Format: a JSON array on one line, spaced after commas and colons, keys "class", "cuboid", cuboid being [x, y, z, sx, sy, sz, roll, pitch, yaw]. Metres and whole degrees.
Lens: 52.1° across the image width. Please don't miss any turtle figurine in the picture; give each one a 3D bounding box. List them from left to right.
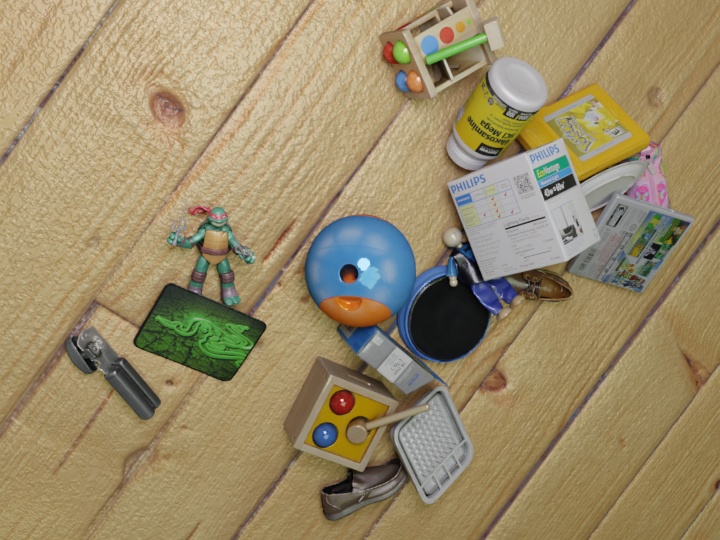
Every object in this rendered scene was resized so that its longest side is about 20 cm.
[{"class": "turtle figurine", "cuboid": [-0.253, -0.035, 1.284, 0.149, 0.101, 0.201, 8, 119, -1]}]

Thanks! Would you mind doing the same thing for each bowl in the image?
[{"class": "bowl", "cuboid": [0.172, 0.092, 1.482, 0.199, 0.039, 0.202, -4, 105, -16]}]

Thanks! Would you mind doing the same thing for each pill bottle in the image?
[{"class": "pill bottle", "cuboid": [0.236, -0.273, 1.321, 0.112, 0.200, 0.113, 12, 56, -18]}]

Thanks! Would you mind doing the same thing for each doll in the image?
[{"class": "doll", "cuboid": [0.232, -0.003, 1.440, 0.136, 0.048, 0.200, -38, 84, -24]}]

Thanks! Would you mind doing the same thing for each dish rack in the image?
[{"class": "dish rack", "cuboid": [0.142, 0.354, 1.514, 0.171, 0.043, 0.201, -37, 114, -31]}]

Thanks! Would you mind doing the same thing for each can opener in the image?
[{"class": "can opener", "cuboid": [-0.444, 0.187, 1.317, 0.067, 0.053, 0.201, -23, 114, 24]}]

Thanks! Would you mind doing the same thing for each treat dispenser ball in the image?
[{"class": "treat dispenser ball", "cuboid": [0.000, 0.000, 1.317, 0.200, 0.201, 0.202, -4, 105, -16]}]

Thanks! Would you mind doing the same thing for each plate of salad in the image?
[{"class": "plate of salad", "cuboid": [0.465, -0.165, 1.448, 0.199, 0.200, 0.048, -20, 70, -12]}]

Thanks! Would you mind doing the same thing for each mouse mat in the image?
[{"class": "mouse mat", "cuboid": [-0.289, 0.116, 1.330, 0.199, 0.008, 0.161, 25, 117, -22]}]

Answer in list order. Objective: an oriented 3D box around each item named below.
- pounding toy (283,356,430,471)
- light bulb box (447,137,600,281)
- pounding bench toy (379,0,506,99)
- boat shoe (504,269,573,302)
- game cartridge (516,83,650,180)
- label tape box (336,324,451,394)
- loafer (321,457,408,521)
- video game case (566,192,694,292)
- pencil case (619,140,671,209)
[{"class": "pounding toy", "cuboid": [-0.009, 0.279, 1.417, 0.199, 0.142, 0.185, 25, 96, -21]}, {"class": "light bulb box", "cuboid": [0.295, -0.108, 1.347, 0.124, 0.198, 0.201, -25, 96, -40]}, {"class": "pounding bench toy", "cuboid": [0.139, -0.379, 1.264, 0.155, 0.200, 0.125, -31, 111, -8]}, {"class": "boat shoe", "cuboid": [0.345, 0.025, 1.503, 0.199, 0.068, 0.072, 11, 101, -19]}, {"class": "game cartridge", "cuboid": [0.417, -0.260, 1.407, 0.199, 0.177, 0.033, -26, 149, -10]}, {"class": "label tape box", "cuboid": [0.061, 0.170, 1.410, 0.200, 0.144, 0.063, 40, 90, -22]}, {"class": "loafer", "cuboid": [0.007, 0.435, 1.499, 0.199, 0.073, 0.071, -28, 110, -10]}, {"class": "video game case", "cuboid": [0.552, -0.053, 1.515, 0.181, 0.022, 0.201, 15, 126, -12]}, {"class": "pencil case", "cuboid": [0.591, -0.167, 1.521, 0.087, 0.087, 0.201, -22, 111, -11]}]
